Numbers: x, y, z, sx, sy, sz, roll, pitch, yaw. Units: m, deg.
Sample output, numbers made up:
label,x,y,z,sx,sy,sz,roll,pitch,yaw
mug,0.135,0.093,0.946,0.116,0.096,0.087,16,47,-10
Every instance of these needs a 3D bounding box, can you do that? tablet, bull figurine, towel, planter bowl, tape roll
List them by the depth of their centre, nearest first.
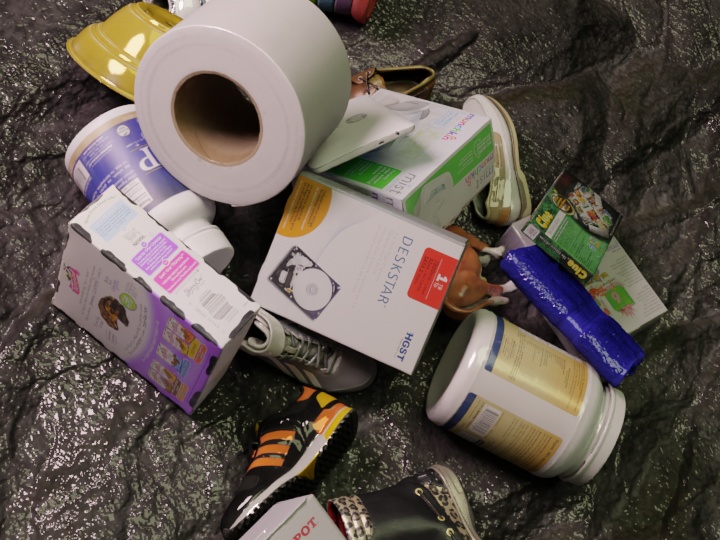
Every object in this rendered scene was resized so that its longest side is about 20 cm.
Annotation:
label,x,y,z,sx,sy,sz,roll,pitch,yaw
tape roll,-0.125,-0.191,1.177,0.202,0.203,0.139,34,38,0
towel,0.257,0.047,1.302,0.200,0.050,0.147,47,14,11
tablet,-0.022,-0.168,1.305,0.129,0.200,0.014,-24,115,-8
planter bowl,-0.243,-0.263,1.306,0.199,0.084,0.201,27,19,-10
bull figurine,0.126,-0.011,1.369,0.120,0.065,0.202,12,43,-21

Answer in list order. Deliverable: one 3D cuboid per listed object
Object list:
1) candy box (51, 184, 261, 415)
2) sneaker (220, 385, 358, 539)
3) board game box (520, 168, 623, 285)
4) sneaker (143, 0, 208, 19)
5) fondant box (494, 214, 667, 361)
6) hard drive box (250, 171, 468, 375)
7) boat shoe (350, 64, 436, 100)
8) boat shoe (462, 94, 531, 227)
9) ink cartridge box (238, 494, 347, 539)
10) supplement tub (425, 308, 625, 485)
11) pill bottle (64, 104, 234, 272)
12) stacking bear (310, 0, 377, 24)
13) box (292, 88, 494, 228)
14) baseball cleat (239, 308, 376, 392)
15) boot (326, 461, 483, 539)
label,x,y,z,sx,sy,sz,roll,pitch,yaw
candy box,-0.219,0.035,1.142,0.199,0.168,0.072,39,54,3
sneaker,-0.092,0.205,1.167,0.089,0.070,0.200,29,56,28
board game box,0.273,-0.060,1.393,0.105,0.024,0.200,42,33,2
sneaker,-0.265,-0.403,1.453,0.080,0.077,0.202,-20,68,-21
fondant box,0.292,0.009,1.447,0.143,0.058,0.201,-23,70,-33
hard drive box,0.000,0.000,1.207,0.198,0.077,0.158,23,97,6
boat shoe,0.012,-0.243,1.473,0.198,0.068,0.073,-19,70,-30
boat shoe,0.172,-0.155,1.484,0.068,0.075,0.202,-1,62,-30
ink cartridge box,-0.053,0.342,1.048,0.145,0.083,0.201,-40,98,-35
supplement tub,0.190,0.150,1.263,0.198,0.145,0.145,28,53,-6
pill bottle,-0.234,-0.075,1.233,0.119,0.120,0.201,-29,75,-34
stacking bear,-0.069,-0.432,1.536,0.198,0.122,0.114,20,47,1
box,0.042,-0.122,1.352,0.175,0.098,0.200,21,46,33
baseball cleat,-0.074,0.090,1.211,0.197,0.106,0.071,19,90,-4
boot,0.059,0.314,1.154,0.152,0.074,0.205,-8,60,-24
